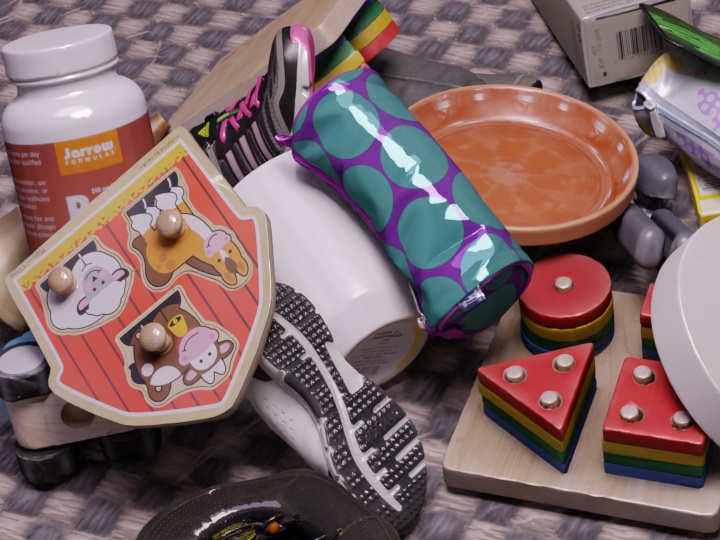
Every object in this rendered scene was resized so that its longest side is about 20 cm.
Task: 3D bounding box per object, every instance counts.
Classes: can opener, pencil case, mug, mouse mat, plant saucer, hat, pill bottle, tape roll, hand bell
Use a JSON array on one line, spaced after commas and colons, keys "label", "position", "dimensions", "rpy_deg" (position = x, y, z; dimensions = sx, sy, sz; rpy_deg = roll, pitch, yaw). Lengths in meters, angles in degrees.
[{"label": "can opener", "position": [0.223, -0.049, 1.426], "dimensions": [0.053, 0.068, 0.200], "rpy_deg": [9, 11, -3]}, {"label": "pencil case", "position": [0.033, -0.047, 1.331], "dimensions": [0.092, 0.085, 0.200], "rpy_deg": [-37, 74, -3]}, {"label": "pencil case", "position": [0.305, -0.102, 1.459], "dimensions": [0.090, 0.084, 0.200], "rpy_deg": [6, 26, -45]}, {"label": "mug", "position": [-0.006, -0.001, 1.408], "dimensions": [0.186, 0.150, 0.154], "rpy_deg": [-32, 60, -6]}, {"label": "mouse mat", "position": [0.324, -0.163, 1.509], "dimensions": [0.199, 0.008, 0.161], "rpy_deg": [23, 18, -8]}, {"label": "plant saucer", "position": [0.116, -0.079, 1.440], "dimensions": [0.198, 0.033, 0.201], "rpy_deg": [1, 37, -1]}, {"label": "hat", "position": [-0.060, 0.224, 1.225], "dimensions": [0.199, 0.081, 0.201], "rpy_deg": [-6, 33, 4]}, {"label": "pill bottle", "position": [-0.208, -0.078, 1.400], "dimensions": [0.111, 0.202, 0.112], "rpy_deg": [-9, 18, 3]}, {"label": "tape roll", "position": [0.293, 0.053, 1.285], "dimensions": [0.201, 0.037, 0.204], "rpy_deg": [16, 53, -22]}, {"label": "hand bell", "position": [-0.231, -0.054, 1.494], "dimensions": [0.200, 0.104, 0.104], "rpy_deg": [-41, 45, 1]}]

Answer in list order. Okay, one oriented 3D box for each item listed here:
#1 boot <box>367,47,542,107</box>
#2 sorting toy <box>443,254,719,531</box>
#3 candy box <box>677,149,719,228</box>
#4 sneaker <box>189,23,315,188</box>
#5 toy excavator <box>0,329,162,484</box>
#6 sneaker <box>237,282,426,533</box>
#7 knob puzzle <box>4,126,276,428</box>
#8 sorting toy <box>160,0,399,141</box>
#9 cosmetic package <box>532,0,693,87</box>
[{"label": "boot", "position": [0.038, -0.132, 1.601], "dimensions": [0.199, 0.073, 0.182], "rpy_deg": [18, 40, 22]}, {"label": "sorting toy", "position": [0.178, 0.074, 1.334], "dimensions": [0.197, 0.070, 0.201], "rpy_deg": [8, 45, 20]}, {"label": "candy box", "position": [0.316, -0.111, 1.552], "dimensions": [0.101, 0.027, 0.201], "rpy_deg": [-6, 42, 2]}, {"label": "sneaker", "position": [-0.088, -0.106, 1.432], "dimensions": [0.087, 0.201, 0.074], "rpy_deg": [13, 40, -7]}, {"label": "toy excavator", "position": [-0.186, 0.052, 1.436], "dimensions": [0.193, 0.101, 0.201], "rpy_deg": [-12, 32, -1]}, {"label": "sneaker", "position": [-0.026, 0.103, 1.322], "dimensions": [0.073, 0.080, 0.201], "rpy_deg": [-30, 81, -32]}, {"label": "knob puzzle", "position": [-0.144, 0.021, 1.295], "dimensions": [0.218, 0.030, 0.222], "rpy_deg": [-7, 70, 19]}, {"label": "sorting toy", "position": [-0.058, -0.164, 1.553], "dimensions": [0.198, 0.070, 0.200], "rpy_deg": [-31, 15, 29]}, {"label": "cosmetic package", "position": [0.221, -0.251, 1.674], "dimensions": [0.104, 0.072, 0.200], "rpy_deg": [-16, 35, -5]}]
